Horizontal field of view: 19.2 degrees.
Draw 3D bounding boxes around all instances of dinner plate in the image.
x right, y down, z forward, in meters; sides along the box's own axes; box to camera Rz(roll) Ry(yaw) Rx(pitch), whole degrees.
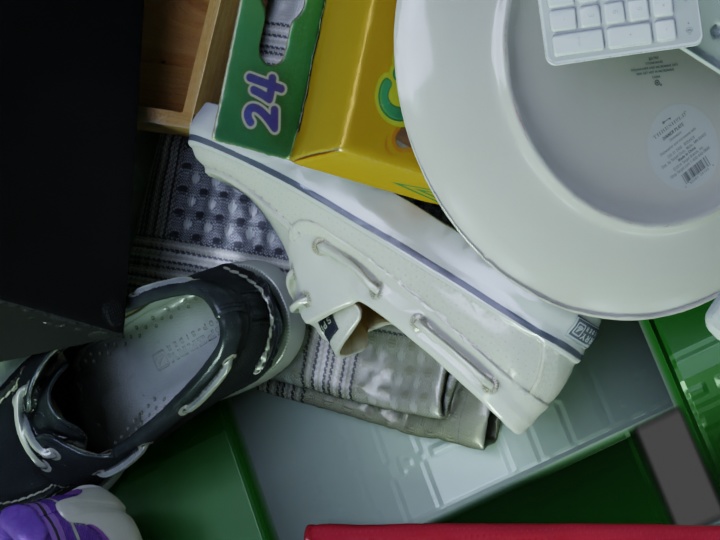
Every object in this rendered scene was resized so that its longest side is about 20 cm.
[{"bbox_3d":[0.106,-0.082,0.813,0.024,0.199,0.201,-2,74,65],"label":"dinner plate"}]

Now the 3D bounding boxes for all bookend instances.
[{"bbox_3d":[-0.197,-0.060,0.936,0.199,0.092,0.200,-13,68,40],"label":"bookend"}]

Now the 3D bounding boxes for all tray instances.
[{"bbox_3d":[-0.132,-0.121,0.981,0.199,0.037,0.099,11,86,36],"label":"tray"}]

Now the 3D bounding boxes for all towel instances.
[{"bbox_3d":[-0.006,-0.036,0.925,0.199,0.035,0.194,13,84,25],"label":"towel"}]

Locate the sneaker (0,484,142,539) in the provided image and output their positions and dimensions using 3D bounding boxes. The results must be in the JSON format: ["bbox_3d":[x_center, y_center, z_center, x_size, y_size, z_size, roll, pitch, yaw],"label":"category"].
[{"bbox_3d":[-0.179,0.164,0.919,0.200,0.083,0.081,-52,56,21],"label":"sneaker"}]

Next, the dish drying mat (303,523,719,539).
[{"bbox_3d":[0.068,0.141,0.863,0.199,0.018,0.077,-3,78,24],"label":"dish drying mat"}]

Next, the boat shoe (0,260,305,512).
[{"bbox_3d":[-0.116,0.053,0.923,0.200,0.060,0.076,-36,77,26],"label":"boat shoe"}]

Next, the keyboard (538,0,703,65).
[{"bbox_3d":[0.080,-0.176,0.748,0.056,0.011,0.201,-8,91,-2],"label":"keyboard"}]

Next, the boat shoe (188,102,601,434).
[{"bbox_3d":[0.000,0.000,0.868,0.199,0.071,0.070,31,93,20],"label":"boat shoe"}]

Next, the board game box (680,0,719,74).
[{"bbox_3d":[0.187,-0.159,0.801,0.201,0.199,0.026,-61,20,0],"label":"board game box"}]

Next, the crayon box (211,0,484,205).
[{"bbox_3d":[0.052,-0.087,0.828,0.052,0.199,0.126,-6,72,65],"label":"crayon box"}]

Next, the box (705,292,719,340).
[{"bbox_3d":[0.242,-0.011,0.719,0.131,0.200,0.199,38,95,24],"label":"box"}]
